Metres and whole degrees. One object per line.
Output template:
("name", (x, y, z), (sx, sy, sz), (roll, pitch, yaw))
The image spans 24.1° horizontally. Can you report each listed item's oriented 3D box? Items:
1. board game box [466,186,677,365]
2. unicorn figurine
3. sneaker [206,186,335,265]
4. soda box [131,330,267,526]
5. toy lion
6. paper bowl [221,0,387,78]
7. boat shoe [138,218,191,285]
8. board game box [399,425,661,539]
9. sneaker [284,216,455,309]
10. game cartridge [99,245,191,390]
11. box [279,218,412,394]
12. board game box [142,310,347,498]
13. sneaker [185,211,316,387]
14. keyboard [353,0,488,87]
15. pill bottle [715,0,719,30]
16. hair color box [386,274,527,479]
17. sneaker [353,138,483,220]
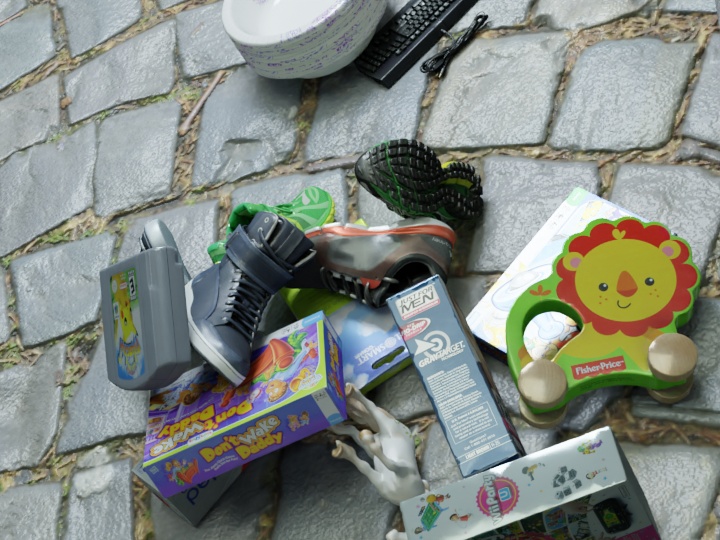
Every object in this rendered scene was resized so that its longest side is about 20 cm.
("board game box", (0.214, 0.019, 1.713), (0.135, 0.034, 0.200), (29, 72, 38))
("unicorn figurine", (0.027, 0.194, 1.626), (0.074, 0.137, 0.200), (-33, 30, 28))
("sneaker", (-0.095, -0.048, 1.847), (0.074, 0.084, 0.200), (-26, 13, 41))
("soda box", (-0.140, 0.163, 1.755), (0.063, 0.068, 0.200), (28, 71, 41))
("toy lion", (0.234, 0.040, 1.631), (0.199, 0.069, 0.192), (-12, 60, 1))
("paper bowl", (-0.060, -0.313, 2.043), (0.200, 0.104, 0.201), (-17, 47, 19))
("boat shoe", (-0.228, 0.019, 1.816), (0.091, 0.200, 0.071), (-22, 63, -4))
("board game box", (0.155, 0.228, 1.511), (0.200, 0.148, 0.064), (-22, 51, 10))
("sneaker", (0.000, 0.000, 1.745), (0.199, 0.077, 0.082), (-11, 57, 18))
("game cartridge", (-0.219, 0.053, 1.690), (0.040, 0.200, 0.134), (-8, 86, -25))
("box", (0.000, 0.047, 1.787), (0.122, 0.048, 0.200), (-33, 48, 0))
("board game box", (-0.113, 0.130, 1.660), (0.200, 0.045, 0.135), (-25, 29, 11))
("sneaker", (-0.108, 0.021, 1.678), (0.146, 0.077, 0.202), (-41, 27, 8))
("keyboard", (0.089, -0.295, 2.020), (0.200, 0.021, 0.127), (-46, 49, -11))
("pill bottle", (0.433, -0.311, 1.802), (0.113, 0.114, 0.200), (-13, 51, 17))
("hair color box", (0.098, 0.114, 1.624), (0.060, 0.100, 0.200), (-26, 64, 5))
("sneaker", (0.050, -0.083, 1.776), (0.085, 0.200, 0.078), (-12, 73, 30))
